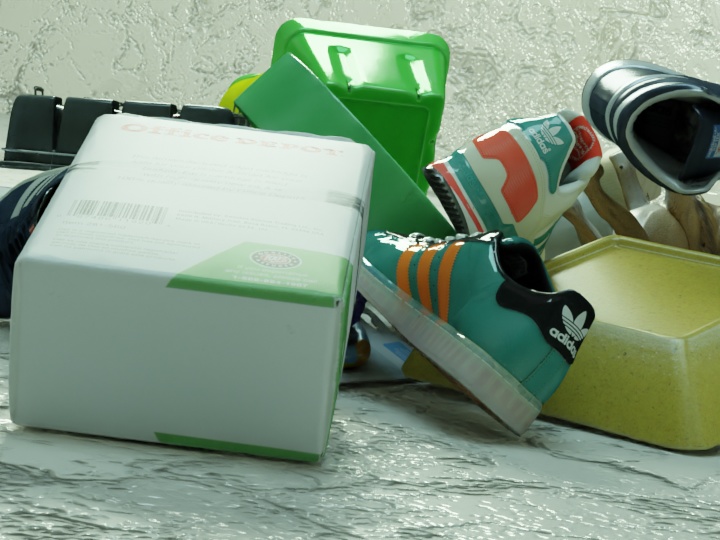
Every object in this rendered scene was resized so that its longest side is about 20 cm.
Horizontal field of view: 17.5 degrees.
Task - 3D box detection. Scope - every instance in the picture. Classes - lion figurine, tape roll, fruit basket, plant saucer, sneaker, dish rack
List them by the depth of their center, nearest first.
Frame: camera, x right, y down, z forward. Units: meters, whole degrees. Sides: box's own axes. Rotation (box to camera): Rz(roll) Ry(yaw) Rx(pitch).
[{"bbox_3d":[0.058,0.014,1.216,0.071,0.080,0.200,44,-2,-33],"label":"sneaker"},{"bbox_3d":[-0.167,-0.020,1.285,0.199,0.075,0.084,-28,3,35],"label":"sneaker"},{"bbox_3d":[0.156,0.029,1.290,0.199,0.049,0.199,14,23,38],"label":"plant saucer"},{"bbox_3d":[0.100,-0.043,1.326,0.093,0.071,0.200,-31,-14,6],"label":"sneaker"},{"bbox_3d":[0.238,-0.080,1.414,0.198,0.071,0.109,8,14,-6],"label":"sneaker"},{"bbox_3d":[0.005,-0.043,1.419,0.201,0.048,0.200,48,0,0],"label":"tape roll"},{"bbox_3d":[0.183,-0.017,1.490,0.072,0.123,0.200,-21,2,42],"label":"lion figurine"},{"bbox_3d":[-0.135,-0.086,1.514,0.152,0.055,0.200,5,3,9],"label":"dish rack"},{"bbox_3d":[-0.024,-0.090,1.746,0.154,0.217,0.216,5,6,-14],"label":"fruit basket"}]

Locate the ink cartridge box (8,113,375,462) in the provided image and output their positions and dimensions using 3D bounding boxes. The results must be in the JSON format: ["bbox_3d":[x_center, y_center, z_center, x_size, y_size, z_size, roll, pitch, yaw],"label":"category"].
[{"bbox_3d":[-0.073,0.002,1.095,0.145,0.085,0.200,7,22,2],"label":"ink cartridge box"}]

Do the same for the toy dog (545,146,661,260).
[{"bbox_3d":[0.131,-0.001,1.569,0.200,0.097,0.132,-35,11,-23],"label":"toy dog"}]

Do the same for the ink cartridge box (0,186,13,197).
[{"bbox_3d":[-0.285,-0.037,1.711,0.198,0.041,0.200,5,6,-16],"label":"ink cartridge box"}]

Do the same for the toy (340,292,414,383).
[{"bbox_3d":[-0.041,0.015,1.267,0.115,0.047,0.199,39,24,27],"label":"toy"}]
